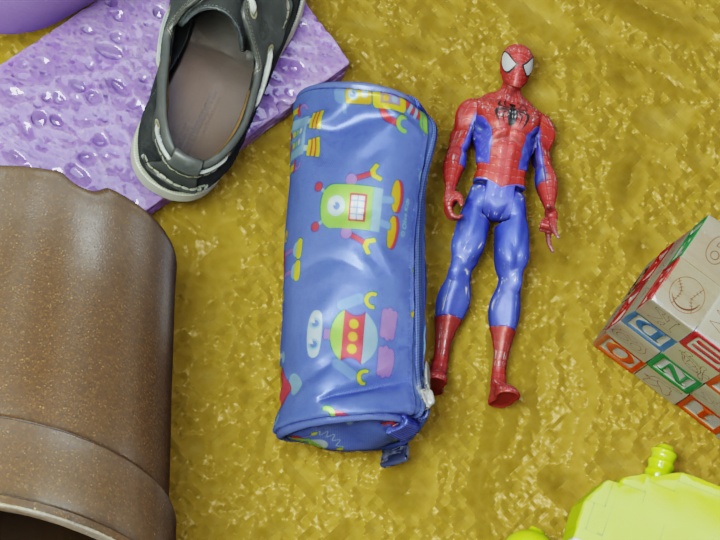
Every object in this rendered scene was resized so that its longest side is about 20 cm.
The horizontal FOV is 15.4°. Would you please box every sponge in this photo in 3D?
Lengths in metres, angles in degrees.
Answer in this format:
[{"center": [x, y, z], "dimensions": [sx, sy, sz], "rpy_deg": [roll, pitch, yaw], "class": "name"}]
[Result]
[{"center": [-0.115, -0.098, 1.444], "dimensions": [0.200, 0.030, 0.112], "rpy_deg": [-36, 85, -16], "class": "sponge"}]

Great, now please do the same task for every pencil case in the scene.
[{"center": [0.000, 0.000, 1.412], "dimensions": [0.086, 0.078, 0.201], "rpy_deg": [-2, 75, 14], "class": "pencil case"}]

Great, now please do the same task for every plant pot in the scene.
[{"center": [-0.173, 0.070, 1.304], "dimensions": [0.199, 0.201, 0.199], "rpy_deg": [10, 58, -7], "class": "plant pot"}]

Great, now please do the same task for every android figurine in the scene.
[{"center": [0.155, 0.192, 1.411], "dimensions": [0.181, 0.041, 0.201], "rpy_deg": [19, 74, -4], "class": "android figurine"}]

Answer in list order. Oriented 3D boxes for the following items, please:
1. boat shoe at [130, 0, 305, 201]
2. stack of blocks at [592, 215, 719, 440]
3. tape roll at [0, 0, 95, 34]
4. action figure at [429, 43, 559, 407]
[{"center": [-0.068, -0.137, 1.409], "dimensions": [0.071, 0.068, 0.201], "rpy_deg": [17, 76, -4], "class": "boat shoe"}, {"center": [0.233, 0.065, 1.419], "dimensions": [0.200, 0.115, 0.059], "rpy_deg": [37, 73, 0], "class": "stack of blocks"}, {"center": [-0.190, -0.229, 1.396], "dimensions": [0.200, 0.066, 0.201], "rpy_deg": [19, 61, -38], "class": "tape roll"}, {"center": [0.074, -0.030, 1.452], "dimensions": [0.065, 0.052, 0.201], "rpy_deg": [9, 72, -4], "class": "action figure"}]
